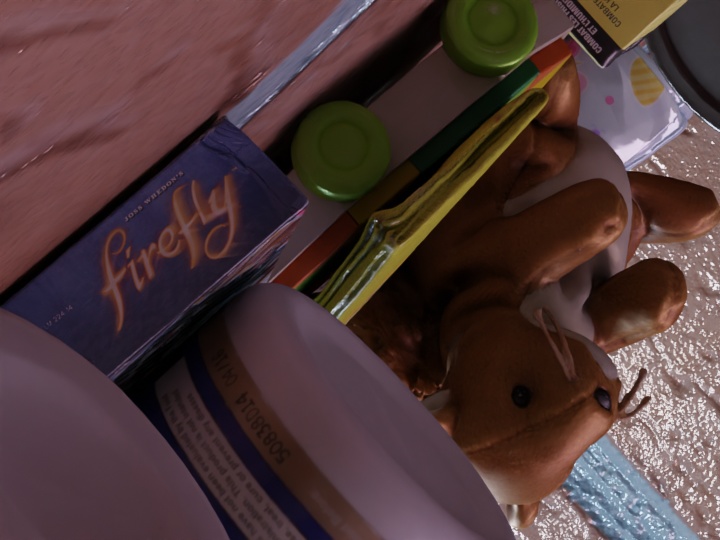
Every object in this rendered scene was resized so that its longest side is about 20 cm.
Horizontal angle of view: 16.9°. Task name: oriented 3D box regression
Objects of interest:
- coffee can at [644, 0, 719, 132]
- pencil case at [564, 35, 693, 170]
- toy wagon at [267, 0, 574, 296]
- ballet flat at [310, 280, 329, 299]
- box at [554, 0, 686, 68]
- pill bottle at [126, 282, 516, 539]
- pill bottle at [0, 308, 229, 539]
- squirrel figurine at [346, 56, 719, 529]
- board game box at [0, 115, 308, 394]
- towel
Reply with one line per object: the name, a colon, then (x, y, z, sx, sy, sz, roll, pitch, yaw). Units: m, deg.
coffee can: (0.249, -0.166, 1.210, 0.200, 0.146, 0.146, -40, 177, -41)
pencil case: (0.089, -0.052, 1.342, 0.200, 0.091, 0.083, -44, 137, 1)
toy wagon: (-0.010, -0.026, 0.857, 0.200, 0.040, 0.155, -41, 177, -18)
ballet flat: (-0.062, 0.035, 1.025, 0.200, 0.046, 0.067, -40, 177, -38)
box: (0.153, -0.163, 0.913, 0.200, 0.050, 0.075, -42, 177, 23)
pill bottle: (-0.062, 0.108, 0.694, 0.200, 0.116, 0.116, -42, 177, 8)
pill bottle: (-0.127, 0.107, 0.526, 0.200, 0.113, 0.112, -42, 177, 15)
squirrel figurine: (0.053, 0.026, 1.113, 0.199, 0.142, 0.187, -14, -129, 30)
board game box: (-0.106, 0.046, 0.688, 0.200, 0.035, 0.136, -41, 177, -14)
towel: (0.000, 0.000, 0.867, 0.086, 0.018, 0.200, -46, 179, -30)
